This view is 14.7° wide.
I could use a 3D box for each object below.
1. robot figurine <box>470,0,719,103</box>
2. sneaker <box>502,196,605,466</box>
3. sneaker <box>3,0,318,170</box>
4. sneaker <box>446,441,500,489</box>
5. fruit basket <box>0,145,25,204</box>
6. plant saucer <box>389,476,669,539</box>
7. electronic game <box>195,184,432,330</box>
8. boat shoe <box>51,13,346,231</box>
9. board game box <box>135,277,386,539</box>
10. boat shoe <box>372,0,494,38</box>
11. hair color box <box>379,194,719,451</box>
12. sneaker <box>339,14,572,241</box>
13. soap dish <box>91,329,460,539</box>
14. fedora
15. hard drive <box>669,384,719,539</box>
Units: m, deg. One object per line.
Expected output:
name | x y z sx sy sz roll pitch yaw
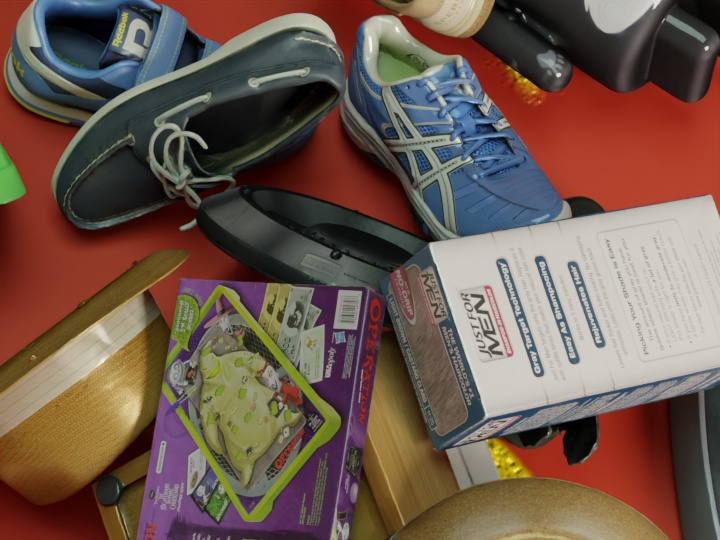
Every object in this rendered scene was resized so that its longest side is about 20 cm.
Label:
robot figurine | 0.149 -0.189 1.739 0.200 0.125 0.150 36 30 15
sneaker | 0.125 0.030 1.619 0.060 0.104 0.201 22 63 -8
sneaker | -0.121 -0.118 1.701 0.199 0.082 0.074 13 60 -1
sneaker | 0.029 0.145 1.582 0.115 0.074 0.201 -22 68 0
fruit basket | -0.294 -0.022 1.626 0.214 0.156 0.217 -3 103 -13
plant saucer | 0.089 0.204 1.414 0.199 0.035 0.202 1 82 -4
electronic game | 0.000 0.000 1.597 0.199 0.200 0.042 23 99 8
boat shoe | -0.095 -0.076 1.650 0.199 0.075 0.062 -27 41 10
board game box | -0.057 0.106 1.470 0.119 0.032 0.201 4 78 24
boat shoe | 0.006 -0.211 1.732 0.064 0.072 0.200 8 22 -41
hair color box | 0.117 0.026 1.519 0.199 0.060 0.101 -9 74 -34
sneaker | 0.051 -0.078 1.666 0.075 0.077 0.200 -29 50 -26
soap dish | -0.044 0.141 1.516 0.199 0.081 0.158 -29 65 16
fedora | -0.157 0.070 1.551 0.200 0.200 0.082 -38 93 -22
hard drive | 0.251 0.116 1.619 0.134 0.042 0.201 -1 61 -4
